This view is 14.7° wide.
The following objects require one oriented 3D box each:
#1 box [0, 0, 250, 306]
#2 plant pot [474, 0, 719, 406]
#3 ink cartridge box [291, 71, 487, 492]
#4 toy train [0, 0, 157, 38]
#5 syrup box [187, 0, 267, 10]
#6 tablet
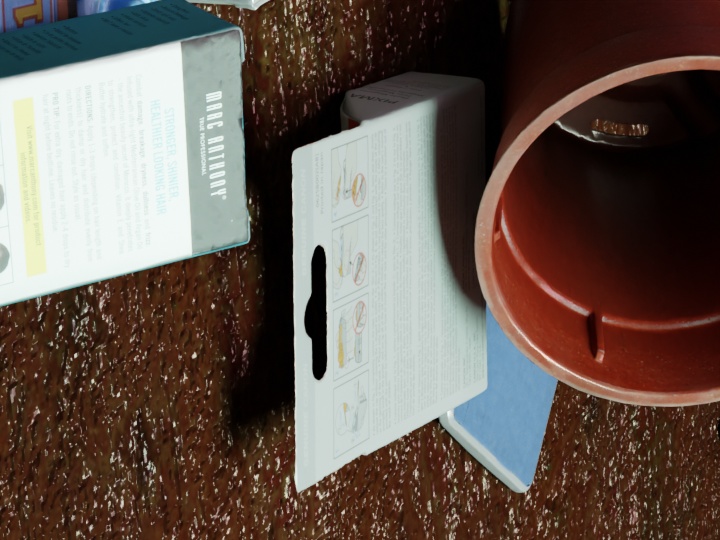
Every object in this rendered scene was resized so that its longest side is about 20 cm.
[{"bbox_3d":[-0.136,-0.032,0.950,0.199,0.049,0.083,-15,117,-29],"label":"box"},{"bbox_3d":[0.151,-0.070,1.408,0.196,0.200,0.202,-93,171,-56],"label":"plant pot"},{"bbox_3d":[0.000,0.000,1.330,0.200,0.057,0.164,-21,114,-56],"label":"ink cartridge box"},{"bbox_3d":[-0.133,-0.091,1.020,0.114,0.086,0.201,-21,116,-50],"label":"toy train"},{"bbox_3d":[-0.071,-0.211,1.113,0.081,0.078,0.201,-45,134,-51],"label":"syrup box"},{"bbox_3d":[0.091,0.010,1.540,0.130,0.014,0.201,44,58,-57],"label":"tablet"}]
